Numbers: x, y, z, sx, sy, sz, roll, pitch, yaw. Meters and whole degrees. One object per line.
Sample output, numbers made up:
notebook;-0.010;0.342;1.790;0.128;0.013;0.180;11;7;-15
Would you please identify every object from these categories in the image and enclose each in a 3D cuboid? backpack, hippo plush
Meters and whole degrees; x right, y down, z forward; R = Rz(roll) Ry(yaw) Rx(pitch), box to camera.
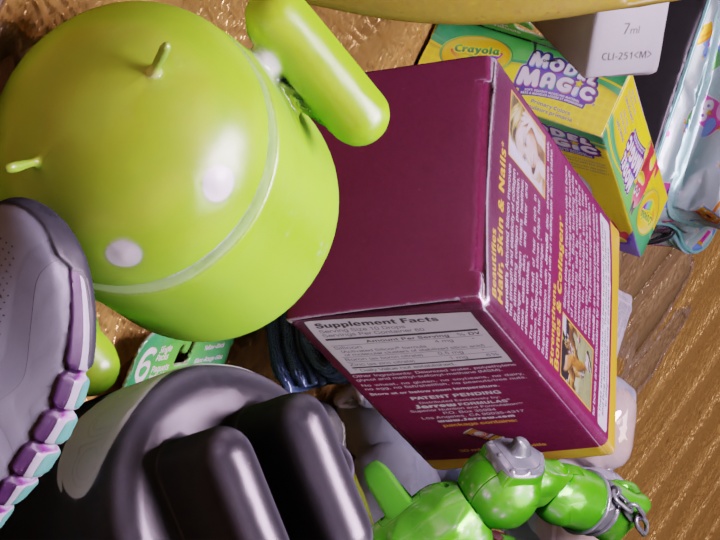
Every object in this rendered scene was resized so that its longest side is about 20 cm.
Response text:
backpack;0.196;-0.099;1.877;0.200;0.153;0.177;38;66;-77
hippo plush;0.063;0.095;1.641;0.159;0.160;0.201;95;1;-68

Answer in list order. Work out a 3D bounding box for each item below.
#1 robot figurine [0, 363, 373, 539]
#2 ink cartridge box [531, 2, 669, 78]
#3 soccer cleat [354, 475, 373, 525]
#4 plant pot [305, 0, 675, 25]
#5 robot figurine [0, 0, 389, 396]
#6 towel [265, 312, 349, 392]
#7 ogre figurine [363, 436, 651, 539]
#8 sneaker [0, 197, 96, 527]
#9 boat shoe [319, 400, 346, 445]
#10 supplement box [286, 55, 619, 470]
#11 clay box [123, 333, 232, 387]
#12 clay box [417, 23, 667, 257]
robot figurine;-0.083;0.110;1.228;0.150;0.200;0.125;25;62;-32
ink cartridge box;0.101;-0.214;1.472;0.043;0.200;0.174;-5;120;-21
soccer cleat;-0.012;0.177;1.595;0.084;0.064;0.201;-106;178;-76
plant pot;0.058;-0.199;1.317;0.195;0.199;0.195;-17;123;-66
robot figurine;-0.078;-0.039;1.215;0.175;0.116;0.200;-40;160;3
towel;0.000;0.000;1.552;0.200;0.048;0.112;-7;95;-68
ogre figurine;0.043;0.153;1.502;0.120;0.199;0.098;52;22;-49
sneaker;-0.164;0.069;1.124;0.087;0.074;0.201;-11;127;-59
boat shoe;-0.050;0.153;1.515;0.067;0.072;0.201;6;110;-43
supplement box;0.050;0.002;1.467;0.200;0.103;0.131;49;40;-56
clay box;-0.089;0.126;1.418;0.115;0.047;0.201;-10;118;-69
clay box;0.101;-0.080;1.675;0.048;0.115;0.200;-65;159;-15
